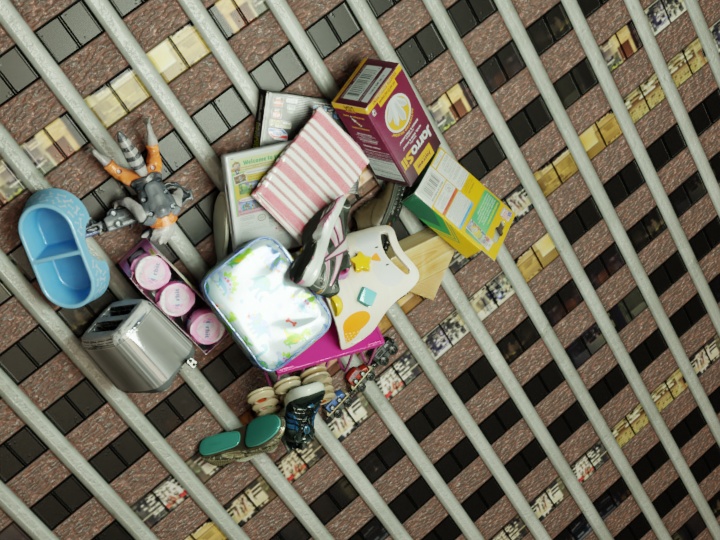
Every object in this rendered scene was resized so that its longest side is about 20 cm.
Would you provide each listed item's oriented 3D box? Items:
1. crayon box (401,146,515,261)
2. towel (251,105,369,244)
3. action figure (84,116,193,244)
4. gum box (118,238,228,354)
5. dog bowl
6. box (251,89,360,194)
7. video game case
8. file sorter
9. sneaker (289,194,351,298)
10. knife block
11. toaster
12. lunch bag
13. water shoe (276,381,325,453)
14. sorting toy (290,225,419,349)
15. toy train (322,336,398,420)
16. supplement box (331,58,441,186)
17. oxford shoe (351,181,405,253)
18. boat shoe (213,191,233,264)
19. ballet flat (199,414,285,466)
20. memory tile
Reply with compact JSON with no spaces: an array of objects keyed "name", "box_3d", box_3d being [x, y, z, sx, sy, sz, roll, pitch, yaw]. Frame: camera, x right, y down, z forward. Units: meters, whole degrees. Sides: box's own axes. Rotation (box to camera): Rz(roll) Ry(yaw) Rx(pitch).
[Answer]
[{"name":"crayon box","box_3d":[0.183,-0.115,1.816,0.200,0.052,0.126,39,56,-14]},{"name":"towel","box_3d":[-0.083,-0.161,1.670,0.146,0.030,0.201,45,72,-35]},{"name":"action figure","box_3d":[-0.370,-0.123,1.588,0.199,0.104,0.194,-32,102,-21]},{"name":"gum box","box_3d":[-0.316,0.039,1.650,0.066,0.113,0.200,-44,117,-7]},{"name":"dog bowl","box_3d":[-0.478,-0.029,1.569,0.111,0.050,0.201,-12,112,10]},{"name":"box","box_3d":[-0.089,-0.224,1.720,0.199,0.044,0.162,4,102,-25]},{"name":"video game case","box_3d":[-0.136,-0.125,1.670,0.199,0.022,0.184,-16,111,-31]},{"name":"file sorter","box_3d":[-0.083,0.121,1.751,0.199,0.140,0.126,-14,154,-19]},{"name":"sneaker","box_3d":[-0.051,-0.033,1.616,0.086,0.080,0.201,40,49,-23]},{"name":"knife block","box_3d":[0.075,-0.022,1.837,0.175,0.064,0.201,22,94,-28]},{"name":"toaster","box_3d":[-0.366,0.124,1.609,0.129,0.199,0.114,51,57,-25]},{"name":"lunch bag","box_3d":[-0.153,0.053,1.609,0.160,0.082,0.200,-39,98,-12]},{"name":"water shoe","box_3d":[-0.097,0.260,1.724,0.071,0.200,0.079,-13,66,-23]},{"name":"sorting toy","box_3d":[0.000,0.000,1.694,0.179,0.201,0.107,-25,157,-17]},{"name":"toy train","box_3d":[-0.005,0.206,1.881,0.200,0.034,0.046,-48,114,-6]},{"name":"supplement box","box_3d":[0.048,-0.256,1.706,0.111,0.085,0.200,-55,138,-19]},{"name":"oxford shoe","box_3d":[0.028,-0.108,1.788,0.084,0.073,0.201,18,75,14]},{"name":"boat shoe","box_3d":[-0.217,-0.040,1.696,0.061,0.075,0.202,-7,108,-21]},{"name":"ballet flat","box_3d":[-0.198,0.310,1.766,0.199,0.068,0.075,-22,135,26]},{"name":"memory tile","box_3d":[-0.120,0.228,1.757,0.152,0.200,0.017,-21,67,-5]}]
